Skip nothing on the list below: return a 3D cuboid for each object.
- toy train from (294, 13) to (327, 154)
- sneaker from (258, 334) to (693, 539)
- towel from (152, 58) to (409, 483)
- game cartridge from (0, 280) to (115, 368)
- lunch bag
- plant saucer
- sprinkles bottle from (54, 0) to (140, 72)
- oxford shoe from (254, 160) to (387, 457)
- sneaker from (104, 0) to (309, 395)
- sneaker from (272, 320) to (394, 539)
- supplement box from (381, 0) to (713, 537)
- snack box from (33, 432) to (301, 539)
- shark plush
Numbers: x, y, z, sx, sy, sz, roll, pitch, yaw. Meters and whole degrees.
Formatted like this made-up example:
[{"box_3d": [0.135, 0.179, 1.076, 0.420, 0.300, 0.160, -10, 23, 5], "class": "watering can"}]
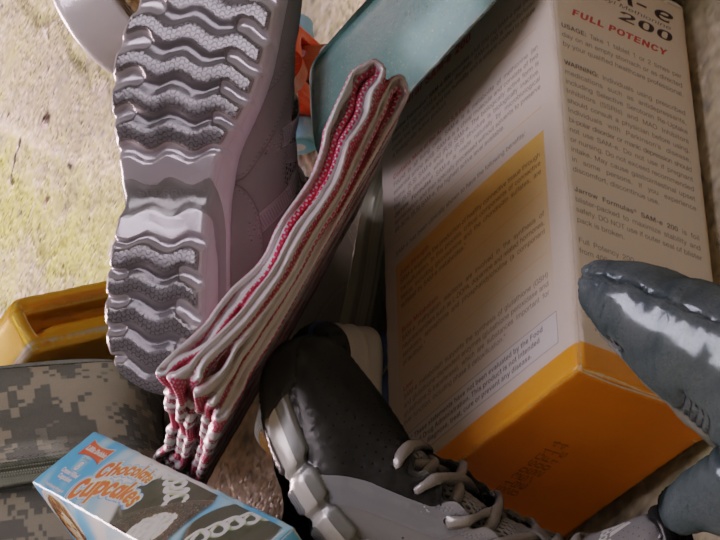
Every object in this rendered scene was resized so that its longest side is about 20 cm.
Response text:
[{"box_3d": [-0.029, -0.049, 1.260, 0.055, 0.150, 0.201, -12, 64, 19], "class": "toy train"}, {"box_3d": [0.057, 0.090, 0.950, 0.115, 0.200, 0.075, -33, -1, 27], "class": "sneaker"}, {"box_3d": [-0.037, 0.009, 1.034, 0.147, 0.030, 0.200, -60, -1, -16], "class": "towel"}, {"box_3d": [-0.142, 0.067, 1.314, 0.200, 0.176, 0.033, -46, 67, 39], "class": "game cartridge"}, {"box_3d": [-0.139, 0.157, 1.204, 0.200, 0.139, 0.168, 83, 180, -52], "class": "lunch bag"}, {"box_3d": [0.040, -0.127, 1.130, 0.200, 0.036, 0.200, -47, 6, 6], "class": "plant saucer"}, {"box_3d": [-0.041, -0.161, 1.161, 0.200, 0.068, 0.068, -32, 42, 21], "class": "sprinkles bottle"}, {"box_3d": [0.000, 0.000, 1.173, 0.058, 0.075, 0.201, 12, 80, 32], "class": "oxford shoe"}, {"box_3d": [-0.058, -0.050, 1.139, 0.075, 0.082, 0.201, 20, 104, 31], "class": "sneaker"}, {"box_3d": [0.005, 0.120, 1.107, 0.076, 0.077, 0.201, -143, 56, -59], "class": "sneaker"}, {"box_3d": [0.071, -0.006, 1.054, 0.126, 0.073, 0.201, -42, 38, 44], "class": "supplement box"}, {"box_3d": [-0.049, 0.131, 1.023, 0.037, 0.116, 0.200, -39, 21, -16], "class": "snack box"}, {"box_3d": [0.144, 0.049, 0.844, 0.091, 0.083, 0.200, -39, 30, -8], "class": "shark plush"}]
